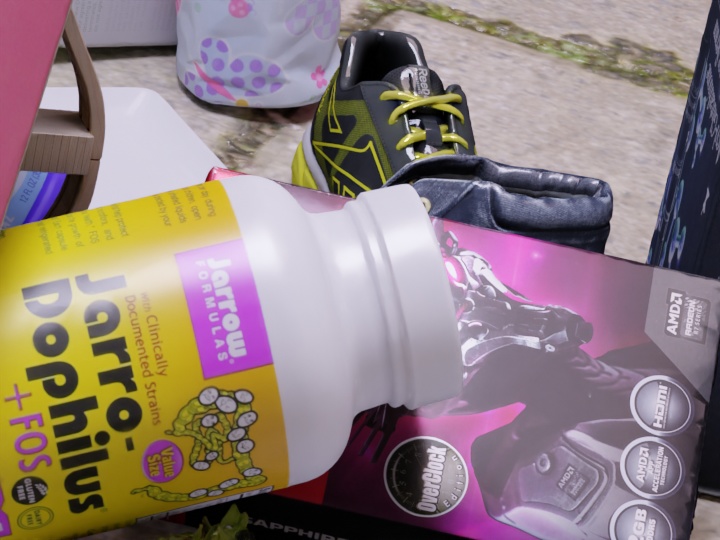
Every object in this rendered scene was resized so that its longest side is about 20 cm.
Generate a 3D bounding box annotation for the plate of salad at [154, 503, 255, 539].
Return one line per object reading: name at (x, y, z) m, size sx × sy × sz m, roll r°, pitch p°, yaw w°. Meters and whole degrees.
plate of salad at (-0.063, 0.120, 0.873) m, size 0.198 × 0.048 × 0.200 m, roll 6°, pitch 19°, yaw -2°

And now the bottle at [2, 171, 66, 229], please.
bottle at (-0.199, -0.056, 1.075) m, size 0.199 × 0.084 × 0.065 m, roll 30°, pitch 5°, yaw -33°

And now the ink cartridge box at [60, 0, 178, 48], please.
ink cartridge box at (-0.140, -0.178, 1.352) m, size 0.199 × 0.147 × 0.048 m, roll -6°, pitch 27°, yaw -39°

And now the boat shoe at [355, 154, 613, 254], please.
boat shoe at (0.000, 0.000, 1.105) m, size 0.199 × 0.092 × 0.071 m, roll 2°, pitch 18°, yaw -9°

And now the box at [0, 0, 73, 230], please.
box at (-0.172, -0.083, 0.890) m, size 0.127 × 0.109 × 0.201 m, roll -11°, pitch 51°, yaw 33°

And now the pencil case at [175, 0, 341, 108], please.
pencil case at (-0.045, -0.178, 1.348) m, size 0.083 × 0.201 × 0.091 m, roll 16°, pitch 28°, yaw 24°

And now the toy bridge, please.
toy bridge at (-0.128, -0.049, 1.039) m, size 0.067 × 0.201 × 0.027 m, roll 4°, pitch 24°, yaw -22°

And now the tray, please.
tray at (-0.100, -0.028, 1.217) m, size 0.107 × 0.022 × 0.200 m, roll -3°, pitch 29°, yaw -29°

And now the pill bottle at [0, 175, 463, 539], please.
pill bottle at (-0.071, 0.029, 0.934) m, size 0.199 × 0.105 × 0.104 m, roll -14°, pitch 30°, yaw -8°

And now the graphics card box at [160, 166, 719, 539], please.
graphics card box at (0.025, 0.046, 1.022) m, size 0.199 × 0.051 × 0.126 m, roll 14°, pitch 61°, yaw -1°

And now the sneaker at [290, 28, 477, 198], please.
sneaker at (0.018, -0.039, 1.221) m, size 0.074 × 0.085 × 0.200 m, roll 0°, pitch 28°, yaw -23°

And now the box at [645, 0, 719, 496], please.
box at (0.182, -0.026, 1.135) m, size 0.106 × 0.201 × 0.149 m, roll 11°, pitch 24°, yaw -1°
